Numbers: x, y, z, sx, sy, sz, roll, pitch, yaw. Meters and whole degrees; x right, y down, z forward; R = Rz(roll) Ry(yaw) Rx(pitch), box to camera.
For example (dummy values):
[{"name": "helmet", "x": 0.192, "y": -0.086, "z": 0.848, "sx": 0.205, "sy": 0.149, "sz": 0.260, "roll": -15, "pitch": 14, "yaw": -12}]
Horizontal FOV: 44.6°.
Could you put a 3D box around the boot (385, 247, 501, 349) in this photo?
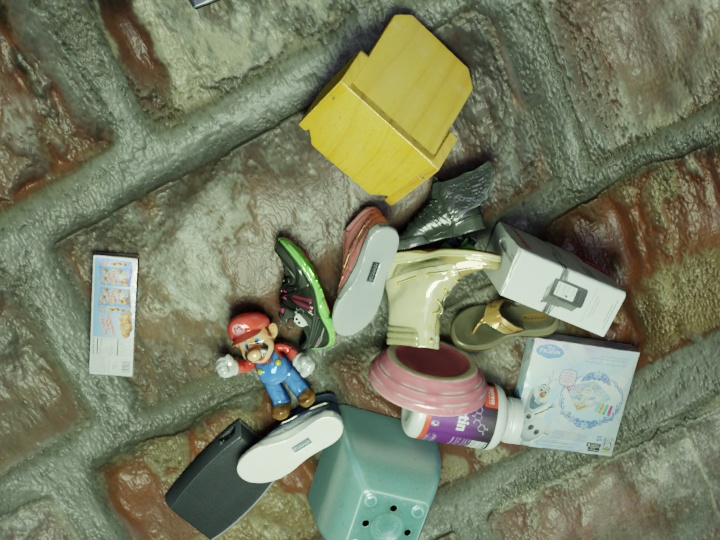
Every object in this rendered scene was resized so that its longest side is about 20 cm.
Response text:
[{"name": "boot", "x": 0.130, "y": 0.045, "z": 1.397, "sx": 0.195, "sy": 0.073, "sz": 0.160, "roll": -3, "pitch": 85, "yaw": 18}]

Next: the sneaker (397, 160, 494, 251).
[{"name": "sneaker", "x": 0.128, "y": -0.101, "z": 1.413, "sx": 0.196, "sy": 0.060, "sz": 0.107, "roll": -14, "pitch": 88, "yaw": 15}]

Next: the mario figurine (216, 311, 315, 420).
[{"name": "mario figurine", "x": -0.154, "y": 0.159, "z": 1.433, "sx": 0.123, "sy": 0.105, "sz": 0.202, "roll": -44, "pitch": 118, "yaw": -25}]

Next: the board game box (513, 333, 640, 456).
[{"name": "board game box", "x": 0.372, "y": 0.218, "z": 1.550, "sx": 0.195, "sy": 0.043, "sz": 0.204, "roll": 9, "pitch": 107, "yaw": -9}]

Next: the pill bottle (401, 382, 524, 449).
[{"name": "pill bottle", "x": 0.174, "y": 0.241, "z": 1.497, "sx": 0.195, "sy": 0.113, "sz": 0.115, "roll": 11, "pitch": 106, "yaw": -10}]

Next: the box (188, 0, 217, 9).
[{"name": "box", "x": -0.201, "y": -0.489, "z": 1.227, "sx": 0.145, "sy": 0.105, "sz": 0.204, "roll": -19, "pitch": 108, "yaw": 0}]

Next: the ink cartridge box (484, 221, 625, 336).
[{"name": "ink cartridge box", "x": 0.306, "y": 0.011, "z": 1.424, "sx": 0.196, "sy": 0.146, "sz": 0.085, "roll": 21, "pitch": 107, "yaw": -13}]

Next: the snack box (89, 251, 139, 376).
[{"name": "snack box", "x": -0.399, "y": 0.072, "z": 1.421, "sx": 0.070, "sy": 0.024, "sz": 0.205, "roll": 5, "pitch": 107, "yaw": -7}]

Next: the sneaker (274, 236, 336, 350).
[{"name": "sneaker", "x": -0.100, "y": 0.044, "z": 1.422, "sx": 0.082, "sy": 0.077, "sz": 0.204, "roll": -21, "pitch": 108, "yaw": -4}]

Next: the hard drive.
[{"name": "hard drive", "x": -0.233, "y": 0.371, "z": 1.526, "sx": 0.135, "sy": 0.042, "sz": 0.200, "roll": 42, "pitch": 98, "yaw": -17}]

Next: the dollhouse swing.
[{"name": "dollhouse swing", "x": 0.047, "y": -0.256, "z": 1.368, "sx": 0.199, "sy": 0.178, "sz": 0.181, "roll": 37, "pitch": 141, "yaw": -16}]

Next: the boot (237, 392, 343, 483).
[{"name": "boot", "x": -0.118, "y": 0.283, "z": 1.489, "sx": 0.197, "sy": 0.091, "sz": 0.074, "roll": -26, "pitch": 111, "yaw": 5}]

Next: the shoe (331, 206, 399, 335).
[{"name": "shoe", "x": 0.000, "y": 0.000, "z": 1.415, "sx": 0.070, "sy": 0.091, "sz": 0.203, "roll": 13, "pitch": 113, "yaw": -23}]

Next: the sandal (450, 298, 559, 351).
[{"name": "sandal", "x": 0.244, "y": 0.081, "z": 1.469, "sx": 0.195, "sy": 0.082, "sz": 0.054, "roll": -7, "pitch": 149, "yaw": -9}]

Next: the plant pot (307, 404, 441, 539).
[{"name": "plant pot", "x": 0.032, "y": 0.378, "z": 1.478, "sx": 0.192, "sy": 0.200, "sz": 0.200, "roll": 15, "pitch": 106, "yaw": -12}]

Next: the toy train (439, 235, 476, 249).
[{"name": "toy train", "x": 0.120, "y": 0.020, "z": 1.461, "sx": 0.056, "sy": 0.042, "sz": 0.202, "roll": 34, "pitch": 100, "yaw": -4}]

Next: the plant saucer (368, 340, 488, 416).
[{"name": "plant saucer", "x": 0.112, "y": 0.163, "z": 1.418, "sx": 0.196, "sy": 0.201, "sz": 0.052, "roll": 7, "pitch": 111, "yaw": -9}]
